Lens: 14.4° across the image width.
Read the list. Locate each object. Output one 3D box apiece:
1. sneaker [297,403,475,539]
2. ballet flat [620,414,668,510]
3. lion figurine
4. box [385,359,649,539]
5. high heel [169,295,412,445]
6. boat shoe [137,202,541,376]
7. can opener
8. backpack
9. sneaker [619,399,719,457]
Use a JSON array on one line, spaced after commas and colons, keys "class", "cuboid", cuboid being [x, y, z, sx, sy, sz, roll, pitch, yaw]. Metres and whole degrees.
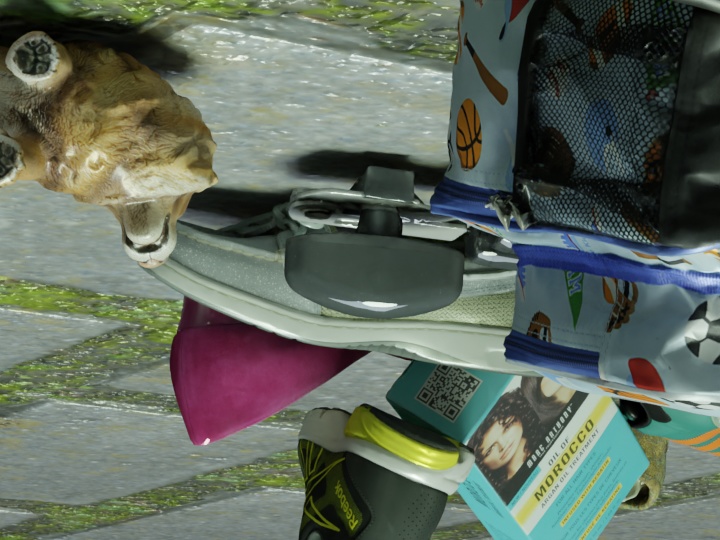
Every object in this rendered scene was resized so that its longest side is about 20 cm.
[{"class": "sneaker", "cuboid": [-0.004, 0.113, 1.333, 0.074, 0.085, 0.200, 25, 169, -2]}, {"class": "ballet flat", "cuboid": [0.109, 0.109, 1.691, 0.199, 0.071, 0.070, 12, 164, -40]}, {"class": "lion figurine", "cuboid": [-0.150, -0.057, 0.993, 0.199, 0.073, 0.122, 15, -178, 5]}, {"class": "box", "cuboid": [0.081, 0.078, 1.397, 0.049, 0.082, 0.200, 31, 169, 29]}, {"class": "high heel", "cuboid": [-0.006, 0.046, 1.345, 0.067, 0.097, 0.199, -10, 163, 42]}, {"class": "boat shoe", "cuboid": [0.001, 0.000, 1.245, 0.201, 0.065, 0.074, 11, -176, -17]}, {"class": "can opener", "cuboid": [0.064, -0.003, 1.181, 0.199, 0.067, 0.053, 9, 167, -15]}, {"class": "backpack", "cuboid": [0.115, -0.033, 0.840, 0.199, 0.155, 0.190, 11, -172, -29]}, {"class": "sneaker", "cuboid": [0.178, 0.058, 1.466, 0.079, 0.072, 0.200, 10, 170, 16]}]
